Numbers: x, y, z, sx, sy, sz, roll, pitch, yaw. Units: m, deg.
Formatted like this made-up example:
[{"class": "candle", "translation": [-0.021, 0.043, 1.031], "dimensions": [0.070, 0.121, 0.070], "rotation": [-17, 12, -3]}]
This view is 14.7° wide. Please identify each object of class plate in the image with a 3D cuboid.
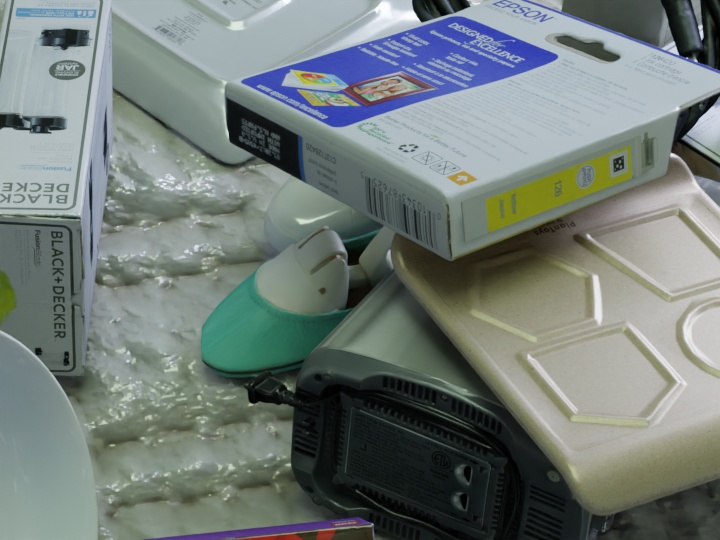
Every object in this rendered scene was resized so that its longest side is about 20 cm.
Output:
[{"class": "plate", "translation": [-0.078, -0.163, 1.760], "dimensions": [0.199, 0.032, 0.200], "rotation": [35, 50, 29]}]

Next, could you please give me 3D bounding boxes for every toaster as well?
[{"class": "toaster", "translation": [0.054, 0.071, 1.446], "dimensions": [0.200, 0.114, 0.129], "rotation": [20, 41, 19]}]

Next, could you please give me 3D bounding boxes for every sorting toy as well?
[{"class": "sorting toy", "translation": [0.136, 0.031, 1.394], "dimensions": [0.185, 0.037, 0.200], "rotation": [-15, 48, -25]}]

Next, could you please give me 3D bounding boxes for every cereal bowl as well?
[{"class": "cereal bowl", "translation": [-0.218, 0.124, 1.320], "dimensions": [0.083, 0.200, 0.200], "rotation": [-4, 33, 35]}]

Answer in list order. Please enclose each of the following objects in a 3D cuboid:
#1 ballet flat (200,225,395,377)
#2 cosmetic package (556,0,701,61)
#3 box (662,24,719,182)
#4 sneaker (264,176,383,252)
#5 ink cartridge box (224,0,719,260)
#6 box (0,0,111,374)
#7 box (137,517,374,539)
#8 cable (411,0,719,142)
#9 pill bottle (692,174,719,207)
[{"class": "ballet flat", "translation": [0.000, 0.000, 1.551], "dimensions": [0.200, 0.071, 0.067], "rotation": [-16, 45, -20]}, {"class": "cosmetic package", "translation": [0.182, -0.211, 1.702], "dimensions": [0.073, 0.200, 0.104], "rotation": [26, 40, 22]}, {"class": "box", "translation": [0.247, -0.064, 1.649], "dimensions": [0.117, 0.060, 0.200], "rotation": [-32, 53, -33]}, {"class": "sneaker", "translation": [0.020, -0.079, 1.633], "dimensions": [0.073, 0.085, 0.200], "rotation": [35, 51, 28]}, {"class": "ink cartridge box", "translation": [0.064, -0.081, 1.472], "dimensions": [0.200, 0.047, 0.197], "rotation": [-18, 29, -32]}, {"class": "box", "translation": [-0.176, -0.051, 1.550], "dimensions": [0.060, 0.117, 0.200], "rotation": [2, 42, -2]}, {"class": "box", "translation": [-0.087, 0.192, 1.285], "dimensions": [0.199, 0.137, 0.039], "rotation": [-5, 1, -10]}, {"class": "cable", "translation": [0.126, -0.158, 1.609], "dimensions": [0.200, 0.051, 0.163], "rotation": [39, 84, 6]}, {"class": "pill bottle", "translation": [0.211, 0.016, 1.516], "dimensions": [0.199, 0.114, 0.114], "rotation": [18, 43, 16]}]
